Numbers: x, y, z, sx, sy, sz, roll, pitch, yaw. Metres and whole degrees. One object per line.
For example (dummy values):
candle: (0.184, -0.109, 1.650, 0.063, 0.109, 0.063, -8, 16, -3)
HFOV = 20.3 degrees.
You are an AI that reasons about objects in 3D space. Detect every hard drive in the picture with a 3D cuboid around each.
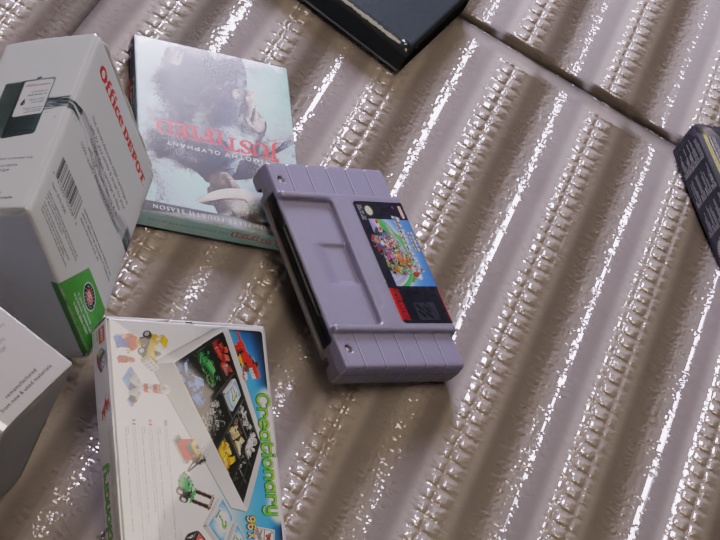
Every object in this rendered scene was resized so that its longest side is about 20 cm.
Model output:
hard drive: (-0.005, -0.285, 1.901, 0.200, 0.033, 0.140, 38, 44, 6)

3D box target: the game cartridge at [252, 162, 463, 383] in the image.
game cartridge: (0.000, 0.000, 1.636, 0.129, 0.038, 0.201, -2, 56, -35)

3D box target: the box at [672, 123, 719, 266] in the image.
box: (0.401, -0.045, 1.905, 0.160, 0.049, 0.201, 4, 50, -28)

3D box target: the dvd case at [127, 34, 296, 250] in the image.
dvd case: (-0.122, -0.107, 1.688, 0.145, 0.022, 0.201, 11, 49, -20)

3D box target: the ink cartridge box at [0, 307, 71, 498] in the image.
ink cartridge box: (-0.308, 0.063, 1.344, 0.200, 0.146, 0.084, 37, 45, 6)

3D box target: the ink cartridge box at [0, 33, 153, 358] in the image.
ink cartridge box: (-0.230, -0.056, 1.484, 0.083, 0.147, 0.201, -3, 42, 16)

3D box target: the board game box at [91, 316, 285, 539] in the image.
board game box: (-0.121, 0.134, 1.428, 0.126, 0.035, 0.201, 5, 66, -27)
